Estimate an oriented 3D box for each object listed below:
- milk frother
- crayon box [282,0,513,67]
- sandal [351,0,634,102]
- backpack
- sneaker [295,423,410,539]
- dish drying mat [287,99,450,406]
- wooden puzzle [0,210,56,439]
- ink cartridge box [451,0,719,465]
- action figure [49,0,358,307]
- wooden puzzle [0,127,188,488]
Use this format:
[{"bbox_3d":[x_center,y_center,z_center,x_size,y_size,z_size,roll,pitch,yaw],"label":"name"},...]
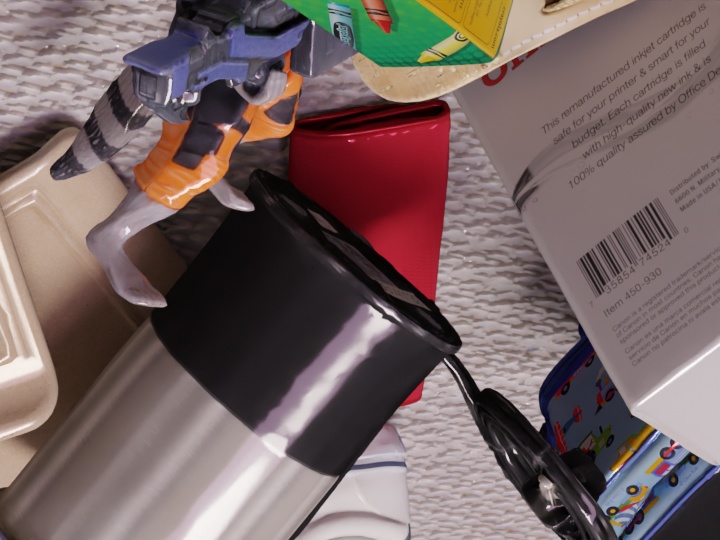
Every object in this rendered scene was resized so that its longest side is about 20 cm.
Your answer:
[{"bbox_3d":[-0.019,0.098,0.975,0.188,0.200,0.180,-50,139,8],"label":"milk frother"},{"bbox_3d":[0.016,-0.183,0.755,0.058,0.202,0.118,3,162,43],"label":"crayon box"},{"bbox_3d":[0.085,-0.131,0.912,0.211,0.070,0.078,-33,98,14],"label":"sandal"},{"bbox_3d":[0.171,0.047,1.089,0.134,0.201,0.183,28,122,-22],"label":"backpack"},{"bbox_3d":[-0.063,0.126,1.120,0.198,0.071,0.073,-10,166,-18],"label":"sneaker"},{"bbox_3d":[0.000,0.000,1.073,0.076,0.018,0.201,-12,139,-14],"label":"dish drying mat"},{"bbox_3d":[-0.232,-0.001,0.901,0.184,0.037,0.201,-18,122,-8],"label":"wooden puzzle"},{"bbox_3d":[0.144,-0.046,0.955,0.146,0.201,0.083,-38,142,17],"label":"ink cartridge box"},{"bbox_3d":[-0.058,-0.088,0.824,0.200,0.104,0.195,-28,145,-57],"label":"action figure"},{"bbox_3d":[-0.168,0.042,1.017,0.199,0.037,0.185,-33,135,2],"label":"wooden puzzle"}]
